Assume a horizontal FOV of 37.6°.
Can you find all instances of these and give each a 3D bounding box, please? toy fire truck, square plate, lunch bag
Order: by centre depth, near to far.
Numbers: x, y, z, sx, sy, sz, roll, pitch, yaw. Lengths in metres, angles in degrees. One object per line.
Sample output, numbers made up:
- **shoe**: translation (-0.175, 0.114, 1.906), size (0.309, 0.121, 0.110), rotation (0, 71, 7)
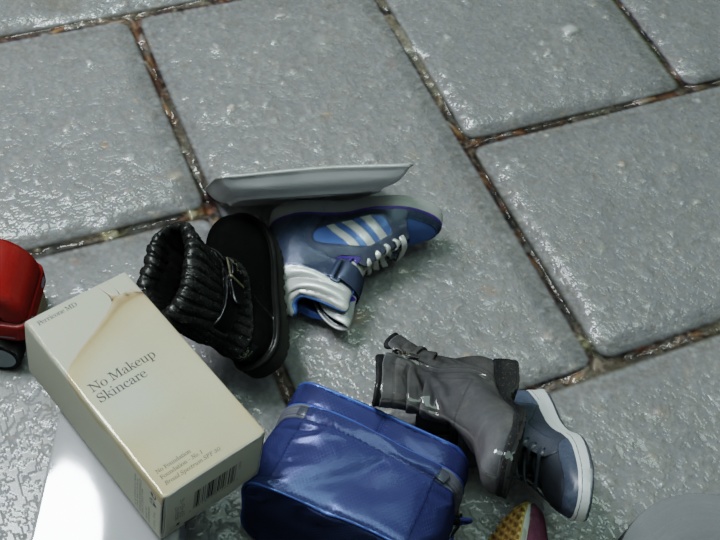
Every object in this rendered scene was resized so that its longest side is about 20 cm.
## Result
- **lunch bag**: translation (0.004, 0.195, 0.953), size (0.199, 0.136, 0.133), rotation (23, 55, 6)
- **toy fire truck**: translation (-0.395, -0.017, 1.002), size (0.175, 0.200, 0.129), rotation (8, 54, -3)
- **square plate**: translation (-0.061, -0.090, 1.138), size (0.199, 0.198, 0.029), rotation (-5, 91, -12)

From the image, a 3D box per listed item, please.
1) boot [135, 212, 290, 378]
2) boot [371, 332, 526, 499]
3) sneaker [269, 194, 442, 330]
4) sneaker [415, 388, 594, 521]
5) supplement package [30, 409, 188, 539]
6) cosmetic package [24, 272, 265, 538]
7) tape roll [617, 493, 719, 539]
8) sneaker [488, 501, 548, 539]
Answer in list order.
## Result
- **boot**: translation (-0.147, -0.006, 1.033), size (0.079, 0.158, 0.212), rotation (-37, 45, 18)
- **boot**: translation (0.070, 0.123, 0.912), size (0.131, 0.070, 0.200), rotation (12, 17, 0)
- **sneaker**: translation (0.000, 0.000, 1.135), size (0.199, 0.081, 0.147), rotation (-1, 63, -13)
- **sneaker**: translation (0.127, 0.171, 0.988), size (0.145, 0.077, 0.202), rotation (2, 16, -9)
- **supplement package**: translation (-0.209, 0.212, 0.916), size (0.119, 0.121, 0.201), rotation (6, 54, -5)
- **cosmetic package**: translation (-0.180, 0.107, 0.876), size (0.103, 0.073, 0.200), rotation (-31, 63, -32)
- **tape roll**: translation (0.319, 0.309, 0.965), size (0.199, 0.066, 0.201), rotation (4, 54, -5)
- **sneaker**: translation (0.155, 0.308, 0.945), size (0.090, 0.075, 0.201), rotation (23, 55, -11)
